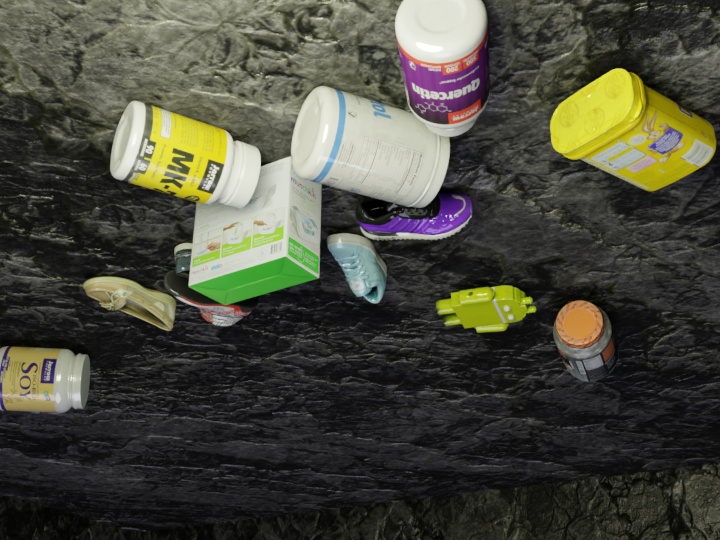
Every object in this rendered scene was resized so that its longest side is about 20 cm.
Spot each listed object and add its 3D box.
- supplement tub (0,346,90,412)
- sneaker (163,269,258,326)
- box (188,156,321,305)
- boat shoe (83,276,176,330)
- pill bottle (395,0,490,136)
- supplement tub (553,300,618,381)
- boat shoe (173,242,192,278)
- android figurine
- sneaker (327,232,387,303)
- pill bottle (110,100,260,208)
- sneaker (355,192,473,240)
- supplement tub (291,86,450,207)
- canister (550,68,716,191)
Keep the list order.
[{"bbox_3d":[-0.731,0.251,2.176,0.196,0.148,0.146,3,154,-6],"label":"supplement tub"},{"bbox_3d":[-0.312,0.061,1.883,0.199,0.068,0.108,13,148,-30],"label":"sneaker"},{"bbox_3d":[-0.168,-0.062,1.513,0.198,0.179,0.096,-17,149,29],"label":"box"},{"bbox_3d":[-0.460,0.066,1.897,0.199,0.064,0.073,23,145,-39],"label":"boat shoe"},{"bbox_3d":[0.107,-0.257,1.195,0.110,0.114,0.201,-4,153,8],"label":"pill bottle"},{"bbox_3d":[0.472,0.146,1.990,0.121,0.124,0.200,-9,152,17],"label":"supplement tub"},{"bbox_3d":[-0.267,0.010,1.786,0.074,0.063,0.199,-20,148,32],"label":"boat shoe"},{"bbox_3d":[0.260,0.079,1.951,0.197,0.042,0.182,-6,153,16],"label":"android figurine"},{"bbox_3d":[0.000,0.000,1.744,0.073,0.083,0.200,-14,150,25],"label":"sneaker"},{"bbox_3d":[-0.253,-0.163,1.383,0.198,0.116,0.114,15,150,-28],"label":"pill bottle"},{"bbox_3d":[0.084,-0.101,1.557,0.197,0.071,0.100,-7,151,13],"label":"sneaker"},{"bbox_3d":[0.012,-0.173,1.343,0.197,0.134,0.132,12,152,-24],"label":"supplement tub"},{"bbox_3d":[0.391,-0.193,1.354,0.198,0.088,0.148,17,149,-34],"label":"canister"}]
